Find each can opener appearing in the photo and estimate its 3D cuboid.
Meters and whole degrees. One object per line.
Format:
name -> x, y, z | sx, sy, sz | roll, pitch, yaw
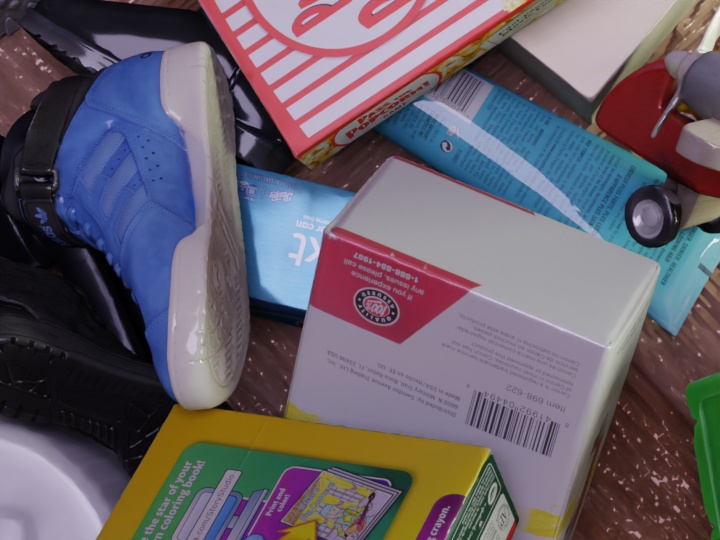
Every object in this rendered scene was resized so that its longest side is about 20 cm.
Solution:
can opener -> -0.134, 0.003, 1.355 | 0.063, 0.079, 0.200 | -24, 76, -38

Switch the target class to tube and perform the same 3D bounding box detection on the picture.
tube -> 0.097, -0.050, 1.337 | 0.200, 0.050, 0.078 | 31, 85, 6

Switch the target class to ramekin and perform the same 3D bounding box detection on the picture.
ramekin -> -0.189, 0.163, 1.288 | 0.200, 0.098, 0.201 | -1, 86, 8

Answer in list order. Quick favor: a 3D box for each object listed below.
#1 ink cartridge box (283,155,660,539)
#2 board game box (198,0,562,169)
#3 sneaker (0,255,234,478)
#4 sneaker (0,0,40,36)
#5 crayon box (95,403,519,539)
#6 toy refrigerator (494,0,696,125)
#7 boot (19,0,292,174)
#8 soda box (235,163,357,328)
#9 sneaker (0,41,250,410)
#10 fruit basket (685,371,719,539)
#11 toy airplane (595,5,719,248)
ink cartridge box -> 0.043, 0.067, 1.243 | 0.145, 0.083, 0.200 | 22, 126, 12
board game box -> 0.015, -0.169, 1.300 | 0.200, 0.046, 0.152 | -34, 79, 5
sneaker -> -0.141, 0.043, 1.284 | 0.199, 0.104, 0.060 | 27, 108, -26
sneaker -> -0.241, -0.151, 1.389 | 0.200, 0.076, 0.081 | -31, 67, -1
crayon box -> -0.047, 0.159, 1.156 | 0.172, 0.058, 0.200 | 5, 47, 30
toy refrigerator -> 0.155, -0.179, 1.344 | 0.076, 0.070, 0.200 | 39, 87, 9
boot -> -0.062, -0.170, 1.369 | 0.165, 0.066, 0.200 | 29, 86, 5
soda box -> 0.000, 0.000, 1.327 | 0.199, 0.064, 0.068 | 14, 80, 10
sneaker -> -0.118, -0.016, 1.267 | 0.111, 0.077, 0.201 | -11, 62, 11
fruit basket -> 0.283, 0.069, 1.236 | 0.215, 0.216, 0.156 | -9, 77, 5
toy airplane -> 0.224, -0.076, 1.234 | 0.198, 0.200, 0.142 | 0, 99, -6
